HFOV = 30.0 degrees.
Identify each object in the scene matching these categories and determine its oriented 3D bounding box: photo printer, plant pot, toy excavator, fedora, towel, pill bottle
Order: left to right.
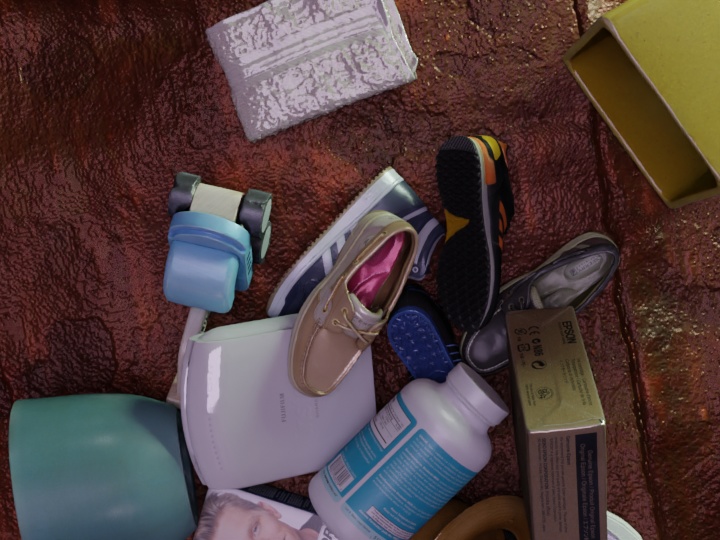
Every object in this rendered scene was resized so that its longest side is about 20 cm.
[{"bbox_3d":[-0.253,0.216,1.367,0.161,0.201,0.201,-10,92,-4],"label":"plant pot"},{"bbox_3d":[-0.165,0.027,1.383,0.100,0.195,0.200,15,66,4],"label":"toy excavator"},{"bbox_3d":[-0.084,0.129,1.358,0.200,0.069,0.167,-8,99,-26],"label":"photo printer"},{"bbox_3d":[-0.049,-0.227,1.401,0.200,0.034,0.133,-21,91,6],"label":"towel"},{"bbox_3d":[0.052,0.183,1.319,0.200,0.111,0.111,-45,89,9],"label":"pill bottle"},{"bbox_3d":[0.095,0.299,1.375,0.082,0.200,0.201,36,97,41],"label":"fedora"},{"bbox_3d":[0.345,-0.203,1.299,0.200,0.194,0.196,-36,90,-3],"label":"plant pot"}]

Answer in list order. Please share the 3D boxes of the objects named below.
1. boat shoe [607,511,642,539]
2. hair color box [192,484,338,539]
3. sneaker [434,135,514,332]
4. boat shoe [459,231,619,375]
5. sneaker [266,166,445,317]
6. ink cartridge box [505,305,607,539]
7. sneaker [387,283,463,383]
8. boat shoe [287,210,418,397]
[{"bbox_3d":[0.284,0.334,1.386,0.072,0.069,0.200,-32,90,6],"label":"boat shoe"},{"bbox_3d":[-0.074,0.291,1.418,0.200,0.061,0.100,17,94,4],"label":"hair color box"},{"bbox_3d":[0.129,-0.039,1.371,0.070,0.090,0.201,3,99,43],"label":"sneaker"},{"bbox_3d":[0.183,0.034,1.379,0.201,0.066,0.072,-39,90,6],"label":"boat shoe"},{"bbox_3d":[0.000,0.000,1.391,0.108,0.070,0.200,43,93,3],"label":"sneaker"},{"bbox_3d":[0.188,0.156,1.296,0.075,0.200,0.165,-7,121,3],"label":"ink cartridge box"},{"bbox_3d":[0.083,0.106,1.394,0.070,0.078,0.200,-15,115,14],"label":"sneaker"},{"bbox_3d":[-0.006,0.035,1.309,0.074,0.069,0.200,27,87,-27],"label":"boat shoe"}]
